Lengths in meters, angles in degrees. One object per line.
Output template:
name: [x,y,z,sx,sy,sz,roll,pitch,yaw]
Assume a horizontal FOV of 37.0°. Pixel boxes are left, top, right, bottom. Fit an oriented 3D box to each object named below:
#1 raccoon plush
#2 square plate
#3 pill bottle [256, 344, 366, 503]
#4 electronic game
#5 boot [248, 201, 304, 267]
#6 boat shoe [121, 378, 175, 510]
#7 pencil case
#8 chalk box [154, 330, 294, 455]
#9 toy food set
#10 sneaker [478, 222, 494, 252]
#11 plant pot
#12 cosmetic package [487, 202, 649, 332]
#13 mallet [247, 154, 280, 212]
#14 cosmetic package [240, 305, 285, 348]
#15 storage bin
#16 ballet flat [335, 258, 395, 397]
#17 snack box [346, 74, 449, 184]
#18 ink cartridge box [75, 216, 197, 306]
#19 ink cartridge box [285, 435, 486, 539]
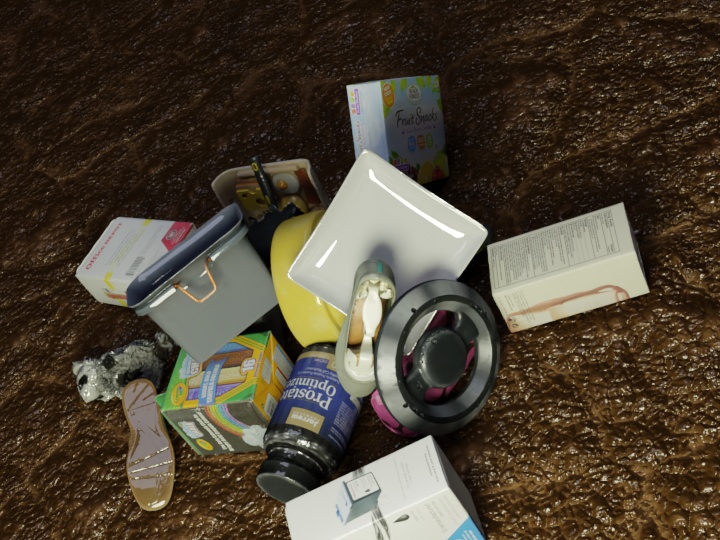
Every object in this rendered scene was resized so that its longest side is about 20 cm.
raccoon plush: [-0.373,0.155,1.762,0.199,0.098,0.133,-26,15,-40]
square plate: [0.035,-0.023,1.422,0.201,0.197,0.028,-57,0,8]
pill bottle: [-0.066,0.211,1.460,0.111,0.112,0.201,-1,49,31]
electronic game: [0.101,0.112,1.389,0.200,0.200,0.041,-49,26,-20]
boot: [-0.163,-0.013,1.615,0.161,0.074,0.200,-13,40,22]
boat shoe: [-0.312,0.265,1.602,0.071,0.072,0.202,-15,62,-6]
pencil case: [0.092,0.123,1.462,0.090,0.094,0.201,12,58,39]
chalk box: [-0.202,0.182,1.566,0.198,0.125,0.125,-8,46,24]
toy food set: [-0.137,-0.105,1.791,0.198,0.144,0.061,-4,44,28]
sneaker: [0.121,-0.038,1.631,0.199,0.084,0.076,2,94,53]
plant pot: [0.000,0.000,1.529,0.187,0.201,0.202,-17,43,21]
cosmetic package: [0.281,-0.003,1.470,0.198,0.088,0.104,-17,41,19]
mallet: [-0.146,-0.091,1.753,0.065,0.202,0.041,-16,21,31]
cosmetic package: [-0.185,0.042,1.709,0.089,0.107,0.201,-23,40,12]
storage bin: [-0.206,0.028,1.500,0.199,0.135,0.146,-39,21,-1]
ballet flat: [0.005,0.085,1.385,0.066,0.202,0.064,6,23,-6]
snack box: [0.062,-0.216,1.694,0.067,0.171,0.199,-2,10,30]
ink cartridge box: [-0.383,-0.012,1.904,0.198,0.084,0.146,7,53,37]
ink cartridge box: [0.031,0.303,1.282,0.198,0.147,0.086,-27,42,6]
